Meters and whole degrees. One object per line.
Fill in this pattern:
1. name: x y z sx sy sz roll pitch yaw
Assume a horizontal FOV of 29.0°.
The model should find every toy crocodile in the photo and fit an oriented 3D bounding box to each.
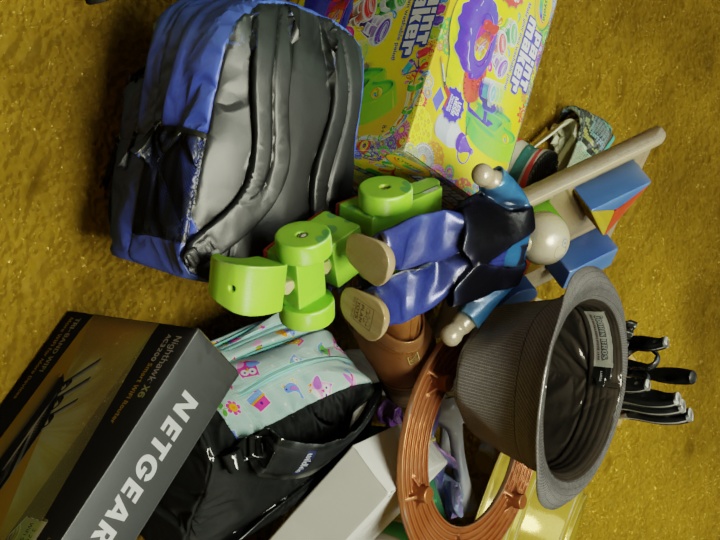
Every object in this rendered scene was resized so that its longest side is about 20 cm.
1. toy crocodile: -0.017 -0.018 0.956 0.199 0.061 0.068 -29 130 -36

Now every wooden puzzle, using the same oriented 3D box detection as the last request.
1. wooden puzzle: 0.154 -0.019 1.133 0.184 0.201 0.047 -26 68 -23

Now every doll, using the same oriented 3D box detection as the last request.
1. doll: 0.073 -0.006 0.976 0.199 0.048 0.138 -17 123 -40

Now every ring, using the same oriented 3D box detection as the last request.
1. ring: 0.093 0.136 1.087 0.199 0.019 0.203 -11 104 -52

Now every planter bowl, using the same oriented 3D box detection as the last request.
1. planter bowl: 0.159 0.239 1.300 0.200 0.083 0.203 19 90 -76

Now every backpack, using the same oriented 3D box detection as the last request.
1. backpack: -0.097 -0.097 1.005 0.162 0.167 0.203 8 95 -51
2. backpack: -0.078 0.116 1.059 0.199 0.168 0.127 -27 68 -41

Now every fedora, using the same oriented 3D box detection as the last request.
1. fedora: 0.128 0.081 1.034 0.199 0.089 0.179 -11 107 -61

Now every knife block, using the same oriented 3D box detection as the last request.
1. knife block: 0.220 0.106 1.303 0.064 0.174 0.201 -59 171 -24

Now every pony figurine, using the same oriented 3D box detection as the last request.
1. pony figurine: 0.072 0.117 1.235 0.193 0.165 0.203 -22 116 -63

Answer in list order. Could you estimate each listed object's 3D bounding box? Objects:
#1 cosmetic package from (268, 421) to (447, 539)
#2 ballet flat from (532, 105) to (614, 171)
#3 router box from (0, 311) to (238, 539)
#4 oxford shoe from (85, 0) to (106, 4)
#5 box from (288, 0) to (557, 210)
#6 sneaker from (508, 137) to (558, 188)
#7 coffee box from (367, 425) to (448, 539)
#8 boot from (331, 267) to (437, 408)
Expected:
1. cosmetic package: -0.022 0.202 1.103 0.051 0.200 0.082 49 35 15
2. ballet flat: 0.182 -0.084 1.387 0.074 0.074 0.201 53 55 -34
3. router box: -0.194 0.125 0.938 0.052 0.156 0.201 51 58 -35
4. oxford shoe: -0.137 -0.277 1.025 0.200 0.072 0.085 -42 119 -36
5. box: 0.032 -0.162 1.123 0.122 0.191 0.202 30 72 -43
6. sneaker: 0.110 -0.060 1.210 0.071 0.093 0.200 -55 166 -23
7. coffee box: 0.022 0.225 1.196 0.044 0.122 0.202 -38 118 -40
8. boot: 0.000 0.000 1.090 0.076 0.202 0.156 -19 151 -5
